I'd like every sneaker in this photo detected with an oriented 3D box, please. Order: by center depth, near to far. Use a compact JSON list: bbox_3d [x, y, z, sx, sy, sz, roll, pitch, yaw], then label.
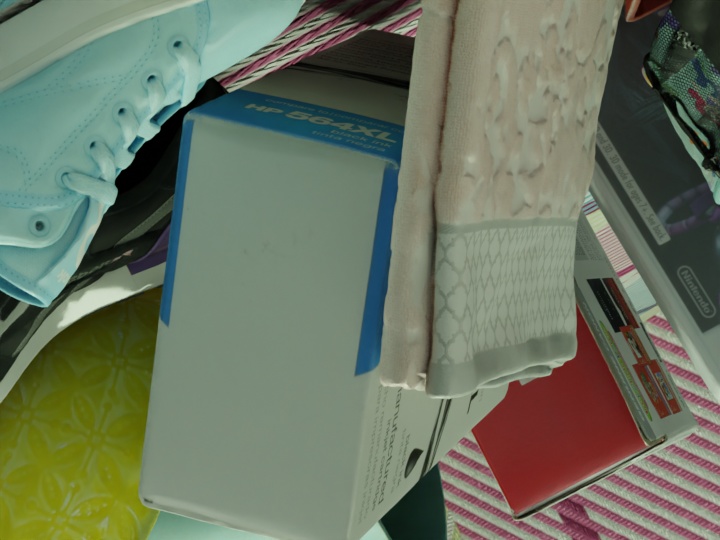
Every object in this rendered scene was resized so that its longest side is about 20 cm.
[{"bbox_3d":[-0.097,-0.033,0.782,0.200,0.082,0.074,-27,173,-6],"label":"sneaker"},{"bbox_3d":[-0.131,-0.010,0.904,0.200,0.076,0.088,-36,159,-13],"label":"sneaker"}]

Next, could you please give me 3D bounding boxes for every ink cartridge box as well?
[{"bbox_3d":[0.000,0.000,0.940,0.084,0.146,0.200,13,-162,17],"label":"ink cartridge box"},{"bbox_3d":[0.068,0.008,1.179,0.084,0.200,0.176,-29,173,11],"label":"ink cartridge box"}]

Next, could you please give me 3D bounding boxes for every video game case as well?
[{"bbox_3d":[0.187,-0.067,1.118,0.182,0.200,0.023,-27,159,-5],"label":"video game case"}]

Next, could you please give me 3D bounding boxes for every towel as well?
[{"bbox_3d":[0.057,-0.053,0.895,0.032,0.191,0.200,8,-177,16],"label":"towel"}]

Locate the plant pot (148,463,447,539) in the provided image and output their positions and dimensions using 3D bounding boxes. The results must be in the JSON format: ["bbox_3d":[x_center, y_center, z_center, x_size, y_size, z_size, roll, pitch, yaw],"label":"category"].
[{"bbox_3d":[-0.066,0.079,1.236,0.161,0.201,0.201,-19,174,12],"label":"plant pot"}]

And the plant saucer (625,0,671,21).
[{"bbox_3d":[0.193,-0.181,1.002,0.199,0.037,0.200,-28,171,-3],"label":"plant saucer"}]

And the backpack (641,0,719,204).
[{"bbox_3d":[0.206,-0.090,1.007,0.177,0.151,0.200,-29,177,-5],"label":"backpack"}]

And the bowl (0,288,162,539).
[{"bbox_3d":[-0.160,0.064,1.008,0.108,0.200,0.200,27,140,-25],"label":"bowl"}]
